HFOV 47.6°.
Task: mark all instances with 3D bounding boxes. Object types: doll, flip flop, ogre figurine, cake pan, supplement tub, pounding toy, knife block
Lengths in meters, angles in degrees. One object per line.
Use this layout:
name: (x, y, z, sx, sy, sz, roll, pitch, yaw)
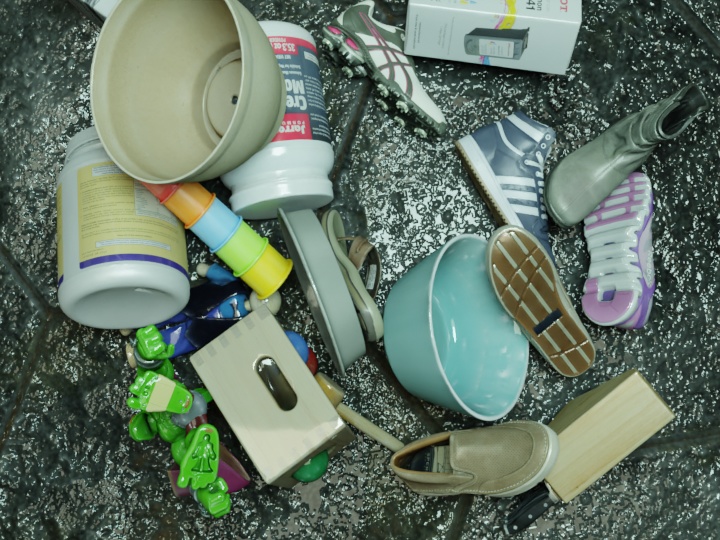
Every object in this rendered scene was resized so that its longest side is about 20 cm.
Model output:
doll: (-0.189, 0.062, 0.993, 0.196, 0.048, 0.139, -17, 87, 4)
flip flop: (0.000, 0.000, 0.937, 0.057, 0.201, 0.082, -23, 128, -2)
ogre figurine: (-0.196, 0.158, 0.875, 0.098, 0.120, 0.201, -44, 102, -15)
cake pan: (-0.042, 0.020, 0.917, 0.036, 0.200, 0.204, -21, 84, -7)
supplement tub: (-0.106, -0.174, 0.964, 0.137, 0.140, 0.204, -10, 84, 2)
supplement tub: (-0.275, -0.050, 0.942, 0.142, 0.146, 0.204, -11, 66, 2)
pounding toy: (-0.063, 0.155, 0.923, 0.141, 0.184, 0.201, -35, 75, -6)
knife block: (0.230, 0.209, 0.903, 0.064, 0.200, 0.175, 47, 59, 5)

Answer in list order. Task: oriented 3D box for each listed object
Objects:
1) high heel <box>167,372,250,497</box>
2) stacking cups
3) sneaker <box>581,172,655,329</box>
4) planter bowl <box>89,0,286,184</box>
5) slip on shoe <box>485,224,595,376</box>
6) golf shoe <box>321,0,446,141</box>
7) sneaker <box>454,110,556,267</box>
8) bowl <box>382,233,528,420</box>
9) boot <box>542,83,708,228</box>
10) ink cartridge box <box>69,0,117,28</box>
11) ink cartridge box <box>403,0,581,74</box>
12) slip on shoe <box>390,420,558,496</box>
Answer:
high heel: (-0.195, 0.172, 0.964, 0.094, 0.068, 0.204, -10, 108, 10)
stacking cups: (-0.166, -0.053, 0.918, 0.200, 0.060, 0.061, 43, 88, -18)
sneaker: (0.315, -0.017, 0.968, 0.080, 0.088, 0.204, -9, 59, 44)
planter bowl: (-0.159, -0.184, 0.836, 0.197, 0.134, 0.205, 0, 90, 29)
slip on shoe: (0.202, 0.031, 0.936, 0.076, 0.061, 0.201, -36, 108, 8)
golf shoe: (0.043, -0.247, 0.998, 0.088, 0.077, 0.200, -44, 85, -9)
sneaker: (0.206, -0.096, 0.978, 0.107, 0.070, 0.202, -30, 82, 2)
bowl: (0.097, 0.068, 0.925, 0.104, 0.199, 0.205, -11, 83, 40)
boot: (0.296, -0.136, 0.914, 0.200, 0.130, 0.068, -43, 94, -26)
ink cartridge box: (-0.267, -0.315, 0.981, 0.199, 0.144, 0.084, 37, 88, 5)
ink cartridge box: (0.157, -0.326, 0.970, 0.196, 0.086, 0.150, 7, 61, 4)
slip on shoe: (0.121, 0.206, 0.903, 0.198, 0.060, 0.077, -17, 52, 40)
